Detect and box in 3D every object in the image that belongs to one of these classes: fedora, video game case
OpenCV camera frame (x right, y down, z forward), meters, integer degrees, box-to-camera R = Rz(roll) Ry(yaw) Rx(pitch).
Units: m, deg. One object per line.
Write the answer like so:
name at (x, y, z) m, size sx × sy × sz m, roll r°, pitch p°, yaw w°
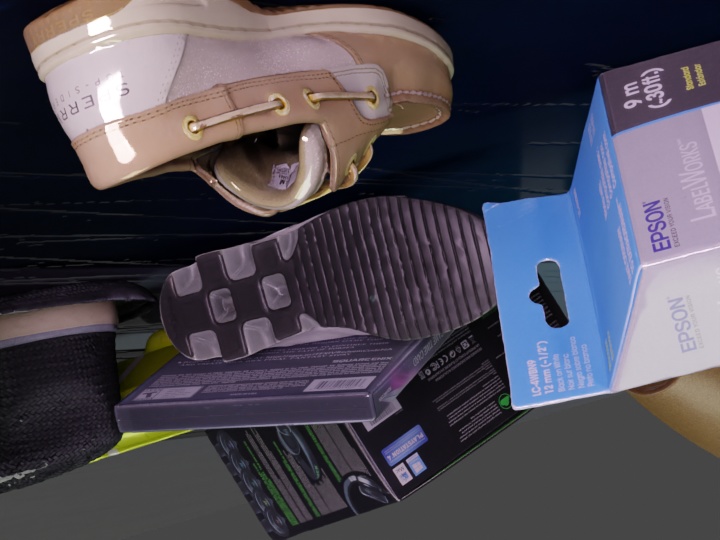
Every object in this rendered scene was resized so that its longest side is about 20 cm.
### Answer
fedora at (-0.196, 0.071, 1.152) m, size 0.200 × 0.092 × 0.201 m, roll -13°, pitch 174°, yaw -1°
video game case at (-0.026, 0.041, 1.181) m, size 0.143 × 0.019 × 0.200 m, roll -4°, pitch -164°, yaw 22°

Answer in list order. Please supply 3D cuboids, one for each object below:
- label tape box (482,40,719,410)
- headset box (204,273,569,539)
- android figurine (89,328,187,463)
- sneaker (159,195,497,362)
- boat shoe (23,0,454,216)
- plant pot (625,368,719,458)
label tape box at (0.146, -0.030, 0.909) m, size 0.200 × 0.143 × 0.066 m, roll -13°, pitch 126°, yaw 8°
headset box at (0.018, 0.082, 1.405) m, size 0.174 × 0.093 × 0.200 m, roll -33°, pitch -178°, yaw -30°
android figurine at (-0.114, 0.068, 1.296) m, size 0.200 × 0.041 × 0.182 m, roll -16°, pitch -170°, yaw 12°
sneaker at (0.000, 0.000, 1.129) m, size 0.200 × 0.074 × 0.088 m, roll -7°, pitch -177°, yaw 32°
boat shoe at (-0.033, -0.052, 0.748) m, size 0.074 × 0.066 × 0.200 m, roll -20°, pitch 169°, yaw 37°
plant pot at (0.285, 0.065, 1.661) m, size 0.200 × 0.187 × 0.186 m, roll 12°, pitch 156°, yaw -40°
